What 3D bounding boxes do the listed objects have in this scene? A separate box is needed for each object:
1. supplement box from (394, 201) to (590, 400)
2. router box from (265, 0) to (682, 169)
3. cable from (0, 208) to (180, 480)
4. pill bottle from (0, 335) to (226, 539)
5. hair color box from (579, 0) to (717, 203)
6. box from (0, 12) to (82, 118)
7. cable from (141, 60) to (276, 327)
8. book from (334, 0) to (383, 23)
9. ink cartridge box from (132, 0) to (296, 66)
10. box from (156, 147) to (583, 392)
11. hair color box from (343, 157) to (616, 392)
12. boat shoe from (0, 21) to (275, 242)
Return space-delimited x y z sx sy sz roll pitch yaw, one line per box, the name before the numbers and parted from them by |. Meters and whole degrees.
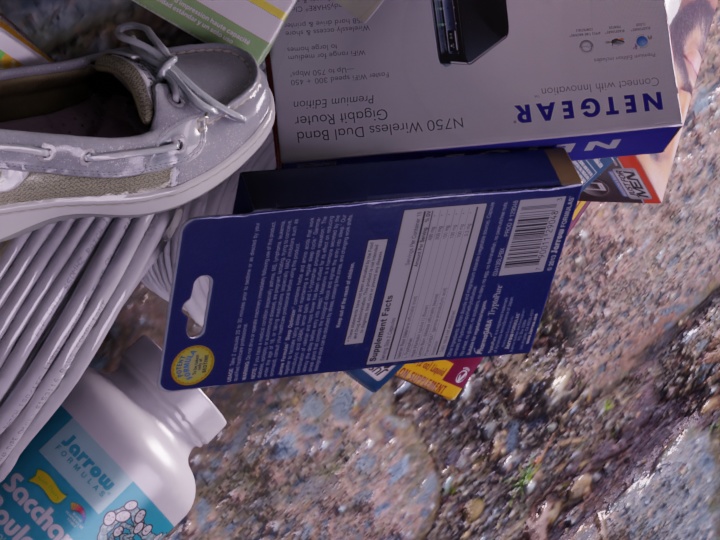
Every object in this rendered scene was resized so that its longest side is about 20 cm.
supplement box | 0.061 -0.032 1.323 0.201 0.086 0.110 -55 145 7
router box | 0.048 -0.141 1.061 0.198 0.181 0.049 -6 167 -5
cable | -0.154 0.009 1.038 0.201 0.069 0.200 -59 -172 -26
pill bottle | -0.169 0.130 1.190 0.200 0.111 0.111 -45 146 -9
hair color box | 0.156 -0.152 1.251 0.111 0.064 0.201 50 52 -48
box | -0.238 -0.048 0.951 0.200 0.101 0.112 -53 146 3
cable | -0.041 -0.055 1.199 0.199 0.069 0.201 -17 133 -40
book | 0.061 -0.217 0.973 0.200 0.048 0.134 -55 -172 -22
ink cartridge box | -0.059 -0.215 0.973 0.201 0.145 0.048 -58 -172 14
box | 0.000 0.000 1.036 0.199 0.033 0.122 -6 137 -20
hair color box | 0.040 -0.044 1.136 0.200 0.100 0.061 -43 147 4
boat shoe | -0.120 -0.065 0.918 0.201 0.074 0.065 -16 138 -32
